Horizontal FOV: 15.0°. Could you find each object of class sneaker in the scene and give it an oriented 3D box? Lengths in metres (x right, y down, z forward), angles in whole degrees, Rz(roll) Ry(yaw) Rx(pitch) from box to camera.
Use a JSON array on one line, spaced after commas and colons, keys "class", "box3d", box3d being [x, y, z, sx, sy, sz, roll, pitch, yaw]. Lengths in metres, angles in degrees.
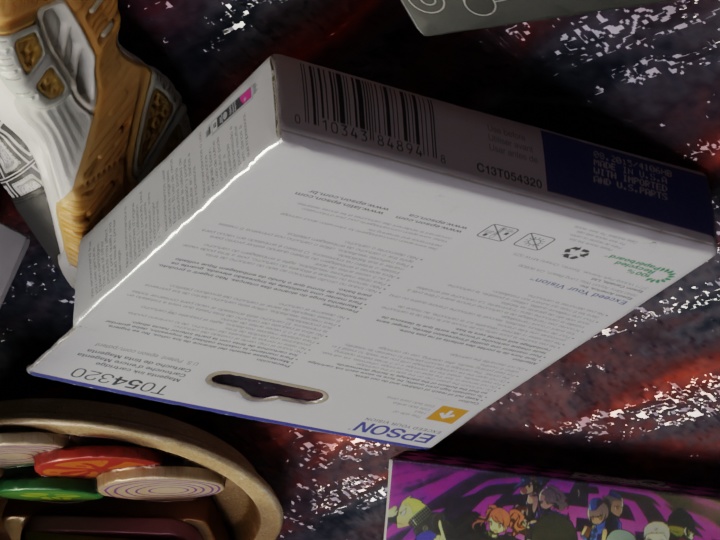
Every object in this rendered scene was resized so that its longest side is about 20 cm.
[{"class": "sneaker", "box3d": [-0.127, -0.071, 1.052, 0.087, 0.076, 0.200, 22, 148, 28]}]

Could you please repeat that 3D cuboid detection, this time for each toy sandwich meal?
[{"class": "toy sandwich meal", "box3d": [-0.129, 0.127, 1.260, 0.204, 0.071, 0.205, 4, 153, 2]}]

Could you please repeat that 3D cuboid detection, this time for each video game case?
[{"class": "video game case", "box3d": [0.103, 0.180, 1.196, 0.199, 0.182, 0.036, 6, -176, 15]}]

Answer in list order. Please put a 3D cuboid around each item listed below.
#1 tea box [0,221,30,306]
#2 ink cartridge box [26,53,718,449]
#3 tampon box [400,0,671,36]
[{"class": "tea box", "box3d": [-0.267, 0.023, 1.122, 0.199, 0.134, 0.197, 27, 158, -13]}, {"class": "ink cartridge box", "box3d": [0.000, 0.000, 1.051, 0.196, 0.043, 0.200, 13, 149, -31]}, {"class": "tampon box", "box3d": [0.088, -0.173, 0.774, 0.199, 0.127, 0.150, -6, 137, 29]}]
